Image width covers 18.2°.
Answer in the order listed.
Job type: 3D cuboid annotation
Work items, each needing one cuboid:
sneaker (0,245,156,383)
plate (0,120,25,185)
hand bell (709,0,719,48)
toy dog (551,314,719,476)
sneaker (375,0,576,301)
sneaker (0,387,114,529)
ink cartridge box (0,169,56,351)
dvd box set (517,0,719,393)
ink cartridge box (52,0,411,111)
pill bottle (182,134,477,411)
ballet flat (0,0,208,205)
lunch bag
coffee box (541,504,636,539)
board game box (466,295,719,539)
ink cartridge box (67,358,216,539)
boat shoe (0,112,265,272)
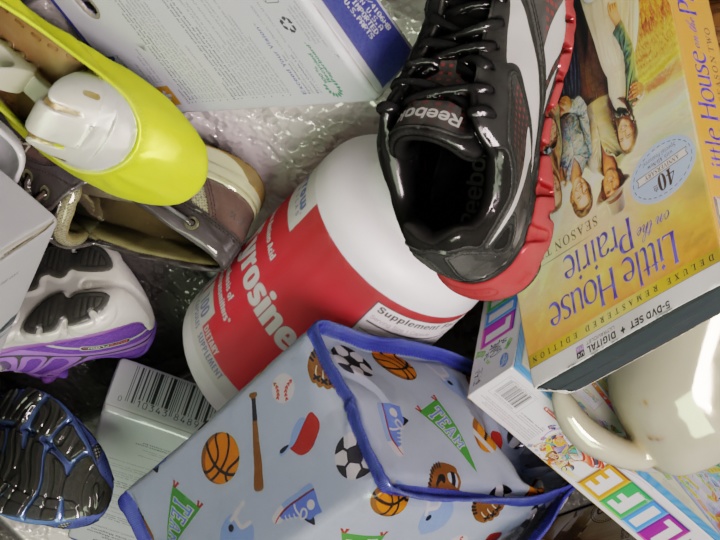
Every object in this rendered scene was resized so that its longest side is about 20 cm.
[{"bbox_3d":[-0.213,0.040,1.316,0.200,0.081,0.083,-3,145,21],"label":"sneaker"},{"bbox_3d":[-0.277,-0.067,1.228,0.200,0.032,0.200,41,132,8],"label":"plate"},{"bbox_3d":[0.234,-0.125,1.101,0.200,0.104,0.104,-7,128,32],"label":"hand bell"},{"bbox_3d":[0.177,-0.009,1.151,0.194,0.140,0.200,-14,102,-1],"label":"toy dog"},{"bbox_3d":[0.053,-0.088,1.054,0.071,0.098,0.201,3,87,28],"label":"sneaker"},{"bbox_3d":[-0.192,0.110,1.330,0.078,0.075,0.200,29,175,-33],"label":"sneaker"},{"bbox_3d":[-0.261,0.009,1.183,0.147,0.083,0.200,40,132,10],"label":"ink cartridge box"},{"bbox_3d":[0.119,-0.058,1.078,0.029,0.200,0.146,7,155,-33],"label":"dvd box set"},{"bbox_3d":[-0.096,-0.164,1.116,0.200,0.043,0.196,3,137,51],"label":"ink cartridge box"},{"bbox_3d":[0.000,0.000,1.214,0.112,0.112,0.200,34,126,-16],"label":"pill bottle"},{"bbox_3d":[-0.169,-0.097,1.162,0.200,0.067,0.067,39,108,2],"label":"ballet flat"},{"bbox_3d":[0.008,0.128,1.193,0.170,0.124,0.200,-39,150,27],"label":"lunch bag"},{"bbox_3d":[0.103,0.223,1.372,0.200,0.113,0.080,-22,121,25],"label":"coffee box"},{"bbox_3d":[0.146,0.076,1.231,0.200,0.135,0.034,41,125,-20],"label":"board game box"},{"bbox_3d":[-0.072,0.140,1.374,0.196,0.043,0.200,19,150,-4],"label":"ink cartridge box"},{"bbox_3d":[-0.155,-0.046,1.228,0.200,0.065,0.073,10,143,11],"label":"boat shoe"}]
